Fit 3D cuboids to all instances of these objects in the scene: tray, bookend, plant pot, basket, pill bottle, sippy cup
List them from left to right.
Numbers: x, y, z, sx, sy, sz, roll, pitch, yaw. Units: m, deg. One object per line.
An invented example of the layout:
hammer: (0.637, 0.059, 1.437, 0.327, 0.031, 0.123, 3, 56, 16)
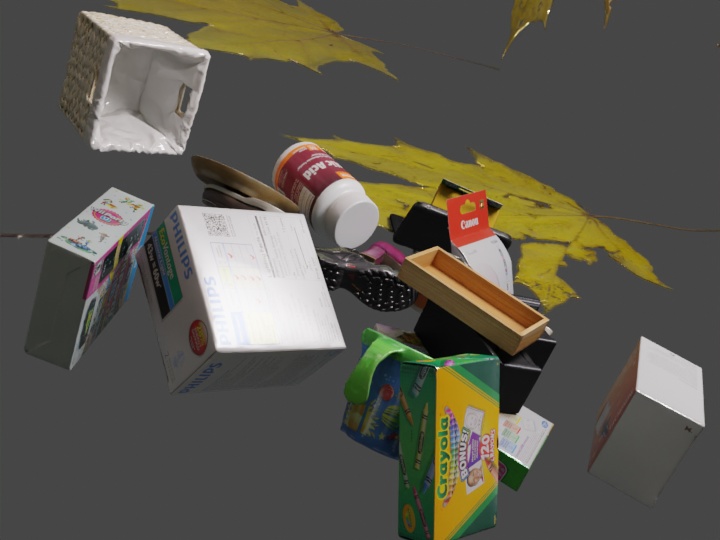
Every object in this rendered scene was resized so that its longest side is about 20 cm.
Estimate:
basket: (-0.401, -0.325, 1.810, 0.198, 0.201, 0.160, -2, 30, -44)
plant pot: (-0.196, -0.133, 1.723, 0.198, 0.028, 0.200, 25, -6, 3)
pill bottle: (-0.061, -0.131, 1.828, 0.113, 0.115, 0.200, 0, 33, -43)
sippy cup: (0.042, 0.158, 1.286, 0.176, 0.132, 0.139, 26, -4, -22)
tray: (0.156, 0.040, 1.449, 0.199, 0.037, 0.098, 35, 27, 22)
bookend: (0.209, 0.119, 1.497, 0.196, 0.093, 0.201, 11, 28, -29)

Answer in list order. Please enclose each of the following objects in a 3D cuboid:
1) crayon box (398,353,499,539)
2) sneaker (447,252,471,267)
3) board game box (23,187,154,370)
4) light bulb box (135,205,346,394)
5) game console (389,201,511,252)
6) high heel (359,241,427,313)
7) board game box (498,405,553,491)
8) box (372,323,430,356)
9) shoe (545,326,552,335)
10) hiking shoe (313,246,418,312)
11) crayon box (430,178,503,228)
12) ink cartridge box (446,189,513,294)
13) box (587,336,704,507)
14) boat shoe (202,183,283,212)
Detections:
crayon box: (0.102, 0.202, 1.197, 0.058, 0.204, 0.118, 3, 4, 44)
sneaker: (0.177, 0.058, 1.669, 0.202, 0.075, 0.079, 58, 9, -9)
board game box: (-0.326, 0.004, 1.257, 0.063, 0.149, 0.201, 20, 24, -1)
light bulb box: (-0.151, 0.037, 1.299, 0.198, 0.125, 0.201, 2, 60, -41)
game console: (0.166, -0.081, 1.951, 0.197, 0.176, 0.118, 19, 52, -11)
high heel: (0.090, 0.011, 1.748, 0.198, 0.068, 0.095, 24, 27, 27)
board game box: (0.158, 0.205, 1.439, 0.198, 0.041, 0.153, 31, 24, 14)
box: (0.106, 0.127, 1.550, 0.197, 0.042, 0.039, 17, 25, -19)
shoe: (0.281, 0.095, 1.729, 0.069, 0.054, 0.200, 30, 9, -8)
hiking shoe: (0.000, 0.000, 1.666, 0.197, 0.077, 0.101, 18, 28, -12)
crayon box: (0.194, -0.109, 1.990, 0.124, 0.052, 0.200, 24, -8, 2)
ink cartridge box: (0.209, -0.029, 1.787, 0.056, 0.204, 0.162, 4, 12, 31)
box: (0.419, 0.217, 1.523, 0.105, 0.154, 0.200, 28, 23, 7)
boat shoe: (-0.195, -0.090, 1.667, 0.198, 0.060, 0.072, 21, -5, 42)
